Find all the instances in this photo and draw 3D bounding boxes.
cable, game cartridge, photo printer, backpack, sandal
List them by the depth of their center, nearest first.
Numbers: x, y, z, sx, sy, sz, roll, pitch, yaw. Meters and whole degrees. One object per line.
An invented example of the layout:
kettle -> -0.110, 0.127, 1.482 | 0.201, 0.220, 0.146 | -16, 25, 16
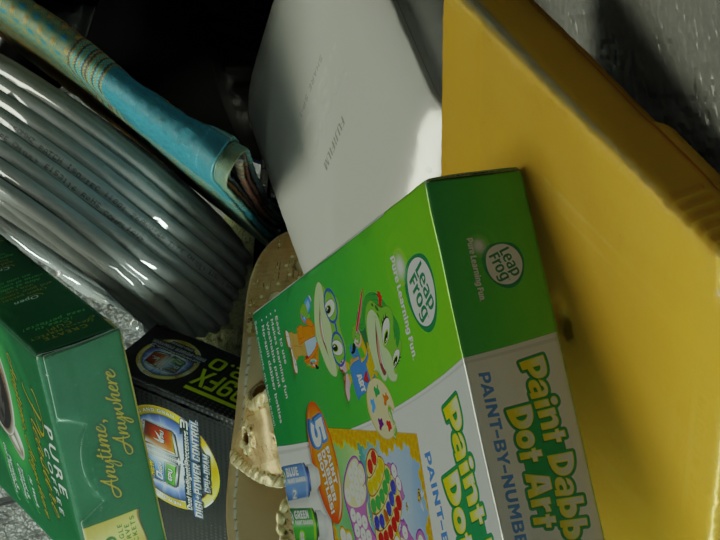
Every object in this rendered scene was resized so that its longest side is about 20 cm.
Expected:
game cartridge -> 0.086, 0.013, 0.870 | 0.200, 0.032, 0.177 | 50, 150, 45
photo printer -> 0.017, -0.060, 1.054 | 0.167, 0.069, 0.200 | 113, 148, -42
sandal -> -0.031, 0.060, 1.065 | 0.070, 0.077, 0.212 | 64, -161, -54
cable -> -0.142, -0.038, 1.215 | 0.200, 0.069, 0.200 | 39, 172, -26
backpack -> -0.081, -0.169, 1.249 | 0.191, 0.199, 0.154 | 92, -161, -52

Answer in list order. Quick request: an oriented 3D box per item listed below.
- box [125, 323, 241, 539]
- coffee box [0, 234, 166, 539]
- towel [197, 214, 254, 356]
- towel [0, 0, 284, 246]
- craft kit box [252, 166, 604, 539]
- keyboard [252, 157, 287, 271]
box -> -0.044, 0.140, 1.182 | 0.160, 0.044, 0.201 | 21, 131, 26
coffee box -> -0.158, 0.060, 1.183 | 0.200, 0.044, 0.123 | 29, 133, 60
towel -> -0.039, 0.031, 1.273 | 0.036, 0.149, 0.200 | 34, 170, -38
towel -> -0.122, -0.090, 1.143 | 0.200, 0.022, 0.147 | 38, 175, 13
craft kit box -> 0.026, 0.085, 0.920 | 0.197, 0.048, 0.201 | -34, 65, 61
keyboard -> 0.000, 0.000, 1.153 | 0.200, 0.039, 0.105 | 15, 108, 53
